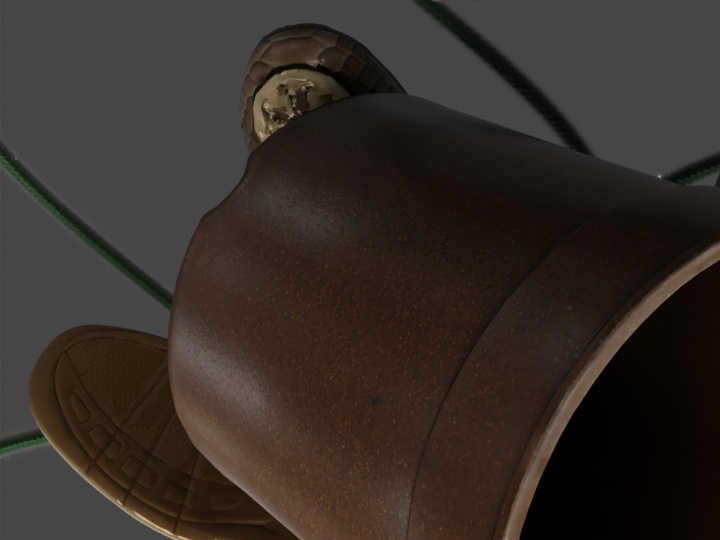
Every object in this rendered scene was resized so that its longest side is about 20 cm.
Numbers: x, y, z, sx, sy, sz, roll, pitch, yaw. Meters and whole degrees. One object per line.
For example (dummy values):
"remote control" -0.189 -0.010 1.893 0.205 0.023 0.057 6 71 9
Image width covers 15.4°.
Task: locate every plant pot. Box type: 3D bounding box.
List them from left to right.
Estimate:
"plant pot" 0.051 0.042 0.868 0.198 0.200 0.201 28 144 43

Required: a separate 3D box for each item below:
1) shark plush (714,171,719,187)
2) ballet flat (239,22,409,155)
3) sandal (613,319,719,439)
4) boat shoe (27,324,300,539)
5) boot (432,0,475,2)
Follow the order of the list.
"shark plush" 0.216 0.004 0.875 0.200 0.083 0.091 34 132 -10
"ballet flat" 0.000 0.000 0.978 0.067 0.046 0.200 0 128 20
"sandal" 0.165 0.066 0.928 0.082 0.050 0.203 -43 83 10
"boat shoe" -0.043 0.092 1.057 0.200 0.074 0.069 31 160 6
"boot" 0.052 -0.180 0.791 0.164 0.066 0.200 0 132 10
